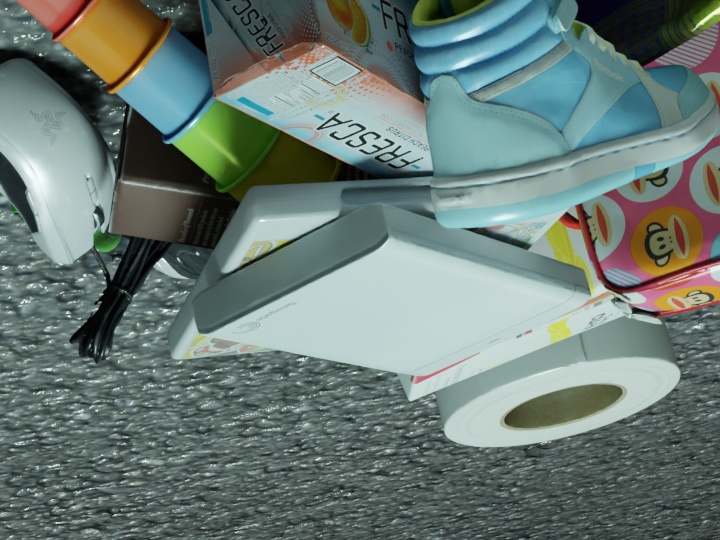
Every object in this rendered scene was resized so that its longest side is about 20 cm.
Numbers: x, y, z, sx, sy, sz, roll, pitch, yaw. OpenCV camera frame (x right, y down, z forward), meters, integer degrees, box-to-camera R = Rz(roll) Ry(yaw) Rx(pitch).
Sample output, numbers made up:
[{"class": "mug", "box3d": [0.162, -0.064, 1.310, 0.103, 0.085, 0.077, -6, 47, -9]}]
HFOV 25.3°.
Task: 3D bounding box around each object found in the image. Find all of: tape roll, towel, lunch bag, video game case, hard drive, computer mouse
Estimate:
[{"class": "tape roll", "box3d": [0.152, 0.050, 1.342, 0.202, 0.140, 0.203, -11, 158, -4]}, {"class": "towel", "box3d": [0.131, -0.140, 0.912, 0.199, 0.144, 0.023, -24, 116, 30]}, {"class": "lunch bag", "box3d": [0.189, -0.076, 0.984, 0.175, 0.201, 0.082, -19, 156, 22]}, {"class": "video game case", "box3d": [0.000, 0.000, 0.899, 0.181, 0.023, 0.200, -4, 159, -21]}, {"class": "hard drive", "box3d": [0.022, 0.016, 0.886, 0.132, 0.027, 0.200, -26, 155, 31]}, {"class": "computer mouse", "box3d": [-0.171, -0.041, 0.968, 0.044, 0.110, 0.200, 16, 149, 32]}]

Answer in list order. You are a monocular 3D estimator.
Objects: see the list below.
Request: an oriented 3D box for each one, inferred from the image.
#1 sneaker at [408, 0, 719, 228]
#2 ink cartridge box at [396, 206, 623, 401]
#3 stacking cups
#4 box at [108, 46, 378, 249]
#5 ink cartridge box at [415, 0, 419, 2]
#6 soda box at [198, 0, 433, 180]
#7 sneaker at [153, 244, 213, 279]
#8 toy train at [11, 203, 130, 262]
[{"class": "sneaker", "box3d": [0.101, -0.106, 0.773, 0.079, 0.131, 0.200, -4, -166, 43]}, {"class": "ink cartridge box", "box3d": [0.112, 0.005, 1.100, 0.199, 0.084, 0.145, -22, 166, -6]}, {"class": "stacking cups", "box3d": [-0.100, -0.098, 0.840, 0.200, 0.061, 0.060, 40, 132, -22]}, {"class": "box", "box3d": [-0.044, -0.063, 0.955, 0.199, 0.101, 0.075, 11, 152, -12]}, {"class": "ink cartridge box", "box3d": [0.003, -0.167, 0.818, 0.144, 0.084, 0.200, -13, 158, 3]}, {"class": "soda box", "box3d": [0.005, -0.095, 0.785, 0.063, 0.069, 0.200, -21, 157, 27]}, {"class": "sneaker", "box3d": [-0.045, -0.022, 1.112, 0.199, 0.076, 0.114, 5, 172, -30]}, {"class": "toy train", "box3d": [-0.198, -0.054, 1.016, 0.042, 0.057, 0.200, -20, 156, 18]}]
